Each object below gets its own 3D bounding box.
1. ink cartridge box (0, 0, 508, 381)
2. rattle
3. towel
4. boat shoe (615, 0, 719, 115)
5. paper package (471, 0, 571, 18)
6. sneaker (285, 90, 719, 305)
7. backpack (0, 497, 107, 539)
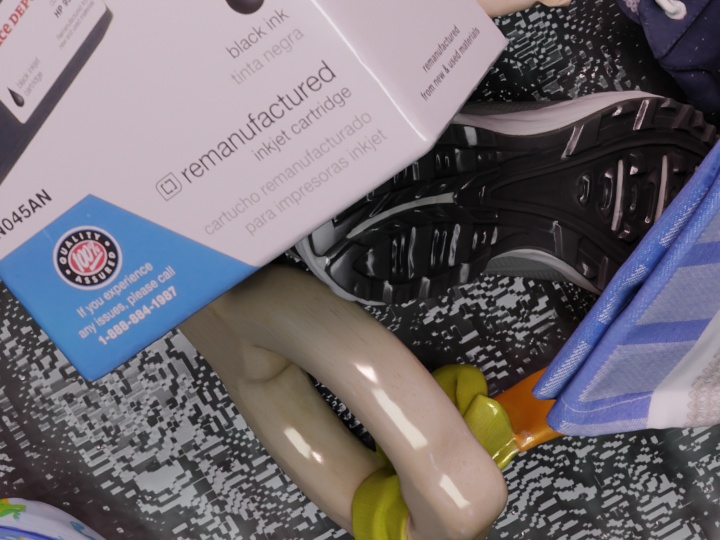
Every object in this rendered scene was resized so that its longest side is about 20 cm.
[{"bbox_3d":[-0.080,-0.091,0.704,0.145,0.084,0.200,-34,100,30],"label":"ink cartridge box"},{"bbox_3d":[0.000,0.000,0.867,0.143,0.130,0.200,-42,79,-5],"label":"rattle"},{"bbox_3d":[0.170,0.005,0.837,0.200,0.024,0.147,1,137,-34],"label":"towel"},{"bbox_3d":[0.120,-0.119,0.799,0.093,0.075,0.200,-29,145,7],"label":"boat shoe"},{"bbox_3d":[-0.047,-0.160,0.768,0.190,0.103,0.200,-16,109,23],"label":"paper package"},{"bbox_3d":[0.047,-0.031,0.842,0.200,0.079,0.074,0,103,-37],"label":"sneaker"},{"bbox_3d":[-0.110,0.177,0.876,0.163,0.154,0.200,-31,94,10],"label":"backpack"}]
